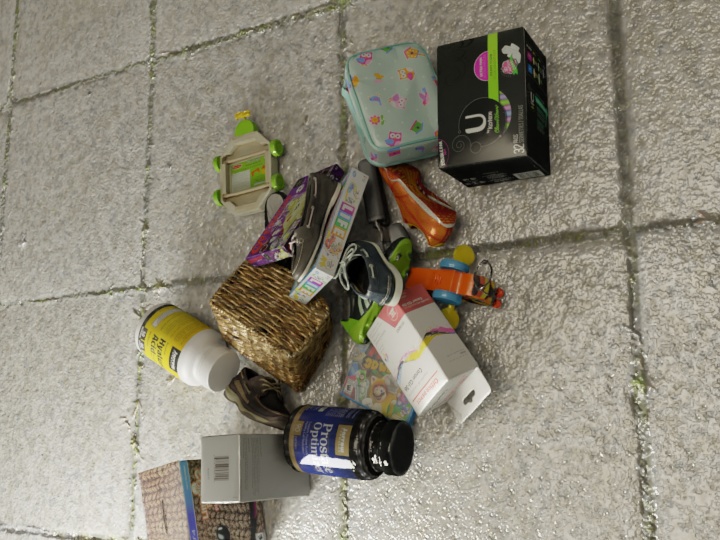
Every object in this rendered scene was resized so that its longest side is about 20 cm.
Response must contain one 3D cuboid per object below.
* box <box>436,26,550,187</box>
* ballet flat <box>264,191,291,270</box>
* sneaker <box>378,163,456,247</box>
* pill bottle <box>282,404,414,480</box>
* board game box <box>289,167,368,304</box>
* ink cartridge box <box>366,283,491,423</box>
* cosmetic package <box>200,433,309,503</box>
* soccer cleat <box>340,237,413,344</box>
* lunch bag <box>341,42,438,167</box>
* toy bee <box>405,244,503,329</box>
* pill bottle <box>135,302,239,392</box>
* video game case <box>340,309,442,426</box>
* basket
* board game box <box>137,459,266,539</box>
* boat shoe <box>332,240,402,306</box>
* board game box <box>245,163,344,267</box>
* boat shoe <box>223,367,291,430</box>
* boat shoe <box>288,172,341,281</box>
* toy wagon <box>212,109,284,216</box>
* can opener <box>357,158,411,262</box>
[{"bbox_3d":[0.208,-0.250,1.251,0.147,0.124,0.203,-6,79,29],"label":"box"},{"bbox_3d":[-0.149,-0.045,1.483,0.066,0.057,0.203,4,89,17],"label":"ballet flat"},{"bbox_3d":[0.081,-0.117,1.337,0.201,0.072,0.078,57,136,36],"label":"sneaker"},{"bbox_3d":[-0.018,0.280,1.300,0.198,0.111,0.114,-2,80,31],"label":"pill bottle"},{"bbox_3d":[-0.053,-0.056,1.338,0.134,0.034,0.202,-44,24,59],"label":"board game box"},{"bbox_3d":[0.102,0.138,1.230,0.201,0.067,0.117,56,142,23],"label":"ink cartridge box"},{"bbox_3d":[-0.170,0.327,1.331,0.084,0.199,0.109,-10,74,27],"label":"cosmetic package"},{"bbox_3d":[0.022,0.027,1.314,0.081,0.067,0.202,38,115,34],"label":"soccer cleat"},{"bbox_3d":[0.056,-0.279,1.341,0.158,0.077,0.202,-15,70,-5],"label":"lunch bag"},{"bbox_3d":[0.163,0.035,1.251,0.132,0.108,0.200,-62,31,7],"label":"toy bee"},{"bbox_3d":[-0.323,0.148,1.508,0.199,0.111,0.113,25,94,32],"label":"pill bottle"},{"bbox_3d":[0.057,0.142,1.334,0.142,0.018,0.202,22,93,33],"label":"video game case"},{"bbox_3d":[-0.147,0.088,1.419,0.199,0.150,0.143,30,64,19],"label":"basket"},{"bbox_3d":[-0.268,0.412,1.375,0.096,0.199,0.162,-21,71,26],"label":"board game box"},{"bbox_3d":[0.000,0.000,1.248,0.200,0.061,0.076,52,126,57],"label":"boat shoe"},{"bbox_3d":[-0.113,-0.096,1.393,0.119,0.032,0.201,-20,34,51],"label":"board game box"},{"bbox_3d":[-0.177,0.219,1.405,0.199,0.074,0.074,20,86,51],"label":"boat shoe"},{"bbox_3d":[-0.087,-0.073,1.295,0.067,0.056,0.202,-48,19,56],"label":"boat shoe"},{"bbox_3d":[-0.216,-0.210,1.550,0.153,0.039,0.203,-10,75,29],"label":"toy wagon"},{"bbox_3d":[0.046,-0.098,1.367,0.066,0.053,0.203,-14,73,15],"label":"can opener"}]
